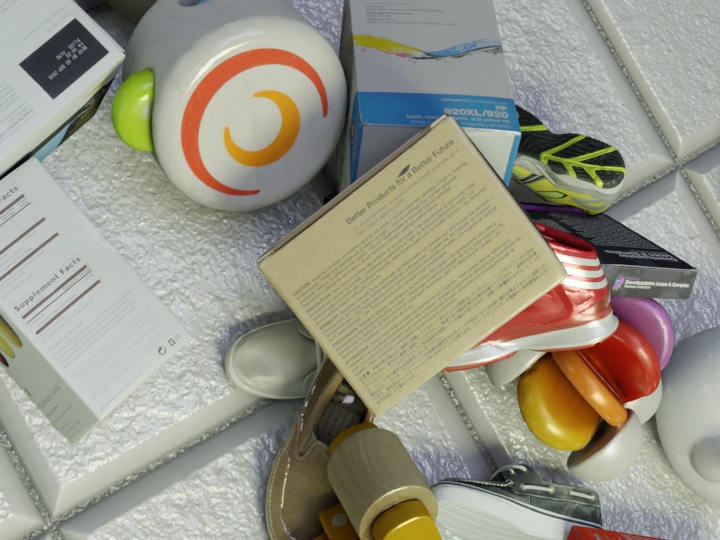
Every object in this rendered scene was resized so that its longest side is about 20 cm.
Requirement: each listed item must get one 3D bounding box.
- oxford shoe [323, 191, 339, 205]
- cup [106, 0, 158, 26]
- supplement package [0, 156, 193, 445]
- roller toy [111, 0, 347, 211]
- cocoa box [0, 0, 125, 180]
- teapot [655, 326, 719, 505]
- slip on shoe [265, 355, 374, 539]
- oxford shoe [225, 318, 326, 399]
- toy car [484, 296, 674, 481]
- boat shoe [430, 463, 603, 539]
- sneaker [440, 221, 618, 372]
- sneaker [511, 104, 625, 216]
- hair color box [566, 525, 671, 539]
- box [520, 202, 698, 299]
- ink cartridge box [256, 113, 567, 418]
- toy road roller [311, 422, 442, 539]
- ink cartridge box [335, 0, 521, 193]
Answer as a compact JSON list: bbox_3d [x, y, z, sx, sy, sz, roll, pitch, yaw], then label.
[{"bbox_3d":[0.000,0.000,1.265,0.072,0.072,0.201,-1,42,-5],"label":"oxford shoe"},{"bbox_3d":[-0.179,-0.305,1.252,0.200,0.200,0.144,-34,117,-29],"label":"cup"},{"bbox_3d":[-0.257,0.028,1.137,0.200,0.114,0.109,48,61,-2],"label":"supplement package"},{"bbox_3d":[-0.113,-0.159,1.208,0.183,0.140,0.200,-46,131,6],"label":"roller toy"},{"bbox_3d":[-0.322,-0.145,1.151,0.133,0.131,0.200,45,62,-4],"label":"cocoa box"},{"bbox_3d":[0.405,0.139,1.362,0.196,0.146,0.202,19,66,-32],"label":"teapot"},{"bbox_3d":[-0.029,0.161,1.197,0.076,0.061,0.201,23,86,-11],"label":"slip on shoe"},{"bbox_3d":[-0.027,0.077,1.256,0.198,0.058,0.076,0,75,-23],"label":"oxford shoe"},{"bbox_3d":[0.228,0.083,1.296,0.175,0.150,0.200,47,36,-3],"label":"toy car"},{"bbox_3d":[0.145,0.220,1.288,0.199,0.072,0.071,20,58,-29],"label":"boat shoe"},{"bbox_3d":[0.120,0.016,1.202,0.198,0.078,0.116,-11,106,10],"label":"sneaker"},{"bbox_3d":[0.168,-0.110,1.378,0.199,0.077,0.075,28,57,20],"label":"sneaker"},{"bbox_3d":[0.278,0.315,1.284,0.198,0.064,0.112,11,107,-21],"label":"hair color box"},{"bbox_3d":[0.213,-0.023,1.325,0.142,0.200,0.036,3,107,-23],"label":"box"},{"bbox_3d":[0.043,-0.006,1.118,0.199,0.075,0.165,-36,94,9],"label":"ink cartridge box"},{"bbox_3d":[0.000,0.245,1.148,0.145,0.123,0.201,-25,128,-8],"label":"toy road roller"},{"bbox_3d":[0.054,-0.144,1.255,0.143,0.148,0.201,1,47,-7],"label":"ink cartridge box"}]
